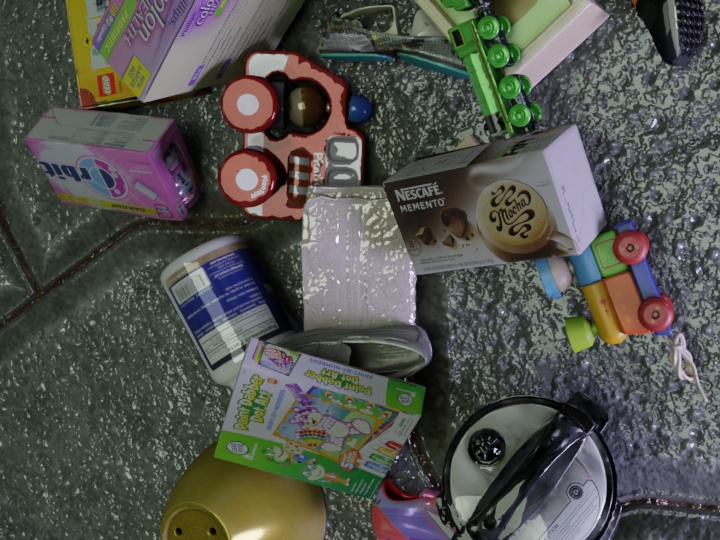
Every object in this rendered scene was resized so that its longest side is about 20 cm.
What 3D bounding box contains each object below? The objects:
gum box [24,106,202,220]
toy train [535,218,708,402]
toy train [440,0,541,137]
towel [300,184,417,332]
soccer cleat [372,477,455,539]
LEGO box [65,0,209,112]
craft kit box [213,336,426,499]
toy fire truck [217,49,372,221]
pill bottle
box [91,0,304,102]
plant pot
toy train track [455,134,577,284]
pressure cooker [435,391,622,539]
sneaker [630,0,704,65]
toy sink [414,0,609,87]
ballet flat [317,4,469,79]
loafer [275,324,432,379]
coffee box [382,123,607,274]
[{"bbox_3d":[-0.301,-0.133,1.246,0.200,0.066,0.114,9,142,23],"label":"gum box"},{"bbox_3d":[0.263,0.057,1.024,0.116,0.085,0.200,-21,87,17],"label":"toy train"},{"bbox_3d":[0.119,-0.221,0.975,0.056,0.042,0.200,-18,93,33],"label":"toy train"},{"bbox_3d":[0.000,0.000,1.138,0.132,0.034,0.200,-1,105,1],"label":"towel"},{"bbox_3d":[0.105,0.286,1.144,0.200,0.067,0.077,2,91,27],"label":"soccer cleat"},{"bbox_3d":[-0.281,-0.308,1.242,0.149,0.077,0.200,-5,94,25],"label":"LEGO box"},{"bbox_3d":[-0.051,0.170,1.117,0.197,0.049,0.200,18,138,-3],"label":"craft kit box"},{"bbox_3d":[-0.073,-0.151,1.162,0.168,0.112,0.200,3,99,0],"label":"toy fire truck"},{"bbox_3d":[-0.147,0.067,1.203,0.116,0.116,0.200,-31,83,24],"label":"pill bottle"},{"bbox_3d":[-0.165,-0.296,1.102,0.097,0.200,0.176,49,130,10],"label":"box"},{"bbox_3d":[-0.162,0.312,1.223,0.200,0.142,0.200,3,98,24],"label":"plant pot"},{"bbox_3d":[0.173,-0.067,1.087,0.115,0.033,0.200,-44,79,22],"label":"toy train track"},{"bbox_3d":[0.169,0.217,1.008,0.179,0.200,0.176,-5,73,11],"label":"pressure cooker"},{"bbox_3d":[0.280,-0.297,1.001,0.090,0.070,0.200,-11,91,40],"label":"sneaker"},{"bbox_3d":[0.136,-0.296,1.035,0.130,0.112,0.200,-42,79,22],"label":"toy sink"},{"bbox_3d":[0.046,-0.257,1.105,0.200,0.072,0.072,13,101,22],"label":"ballet flat"},{"bbox_3d":[-0.020,0.100,1.114,0.200,0.070,0.070,-12,104,3],"label":"loafer"},{"bbox_3d":[0.136,-0.070,1.034,0.200,0.080,0.113,-7,112,40],"label":"coffee box"}]
